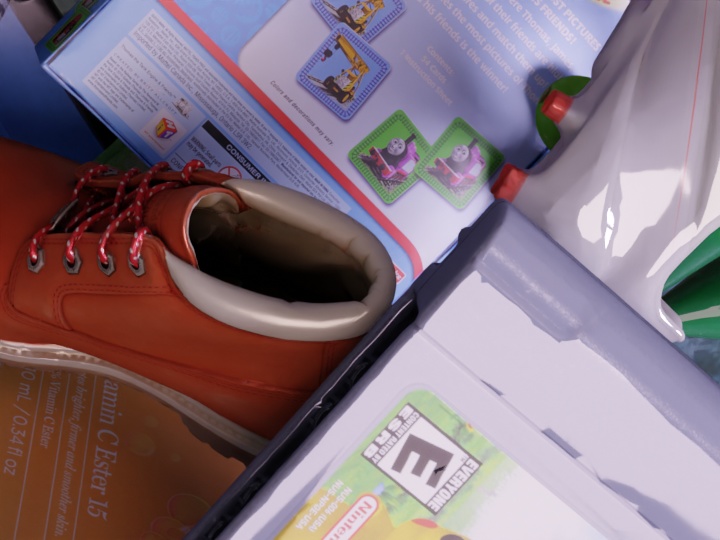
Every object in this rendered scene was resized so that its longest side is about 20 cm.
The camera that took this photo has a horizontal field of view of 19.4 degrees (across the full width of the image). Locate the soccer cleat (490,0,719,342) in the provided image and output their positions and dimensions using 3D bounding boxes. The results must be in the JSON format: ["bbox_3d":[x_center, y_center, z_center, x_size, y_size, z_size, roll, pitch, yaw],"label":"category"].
[{"bbox_3d":[0.116,-0.073,0.628,0.077,0.069,0.201,32,101,-2],"label":"soccer cleat"}]

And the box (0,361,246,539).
[{"bbox_3d":[-0.053,0.117,0.737,0.198,0.125,0.098,20,123,-16],"label":"box"}]

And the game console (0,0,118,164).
[{"bbox_3d":[-0.187,-0.037,0.710,0.116,0.176,0.201,-13,122,34],"label":"game console"}]

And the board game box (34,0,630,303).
[{"bbox_3d":[0.013,-0.093,0.715,0.200,0.037,0.151,-45,112,3],"label":"board game box"}]

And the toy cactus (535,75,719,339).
[{"bbox_3d":[0.115,0.002,0.741,0.165,0.102,0.199,-52,147,17],"label":"toy cactus"}]

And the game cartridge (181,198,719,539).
[{"bbox_3d":[0.024,0.093,0.629,0.133,0.041,0.200,38,102,-17],"label":"game cartridge"}]

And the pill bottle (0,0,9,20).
[{"bbox_3d":[-0.158,-0.096,0.643,0.106,0.106,0.201,27,83,-18],"label":"pill bottle"}]

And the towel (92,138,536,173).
[{"bbox_3d":[0.000,0.000,0.775,0.149,0.031,0.200,-45,114,2],"label":"towel"}]

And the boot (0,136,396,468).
[{"bbox_3d":[-0.076,-0.009,0.669,0.198,0.075,0.107,22,153,8],"label":"boot"}]
